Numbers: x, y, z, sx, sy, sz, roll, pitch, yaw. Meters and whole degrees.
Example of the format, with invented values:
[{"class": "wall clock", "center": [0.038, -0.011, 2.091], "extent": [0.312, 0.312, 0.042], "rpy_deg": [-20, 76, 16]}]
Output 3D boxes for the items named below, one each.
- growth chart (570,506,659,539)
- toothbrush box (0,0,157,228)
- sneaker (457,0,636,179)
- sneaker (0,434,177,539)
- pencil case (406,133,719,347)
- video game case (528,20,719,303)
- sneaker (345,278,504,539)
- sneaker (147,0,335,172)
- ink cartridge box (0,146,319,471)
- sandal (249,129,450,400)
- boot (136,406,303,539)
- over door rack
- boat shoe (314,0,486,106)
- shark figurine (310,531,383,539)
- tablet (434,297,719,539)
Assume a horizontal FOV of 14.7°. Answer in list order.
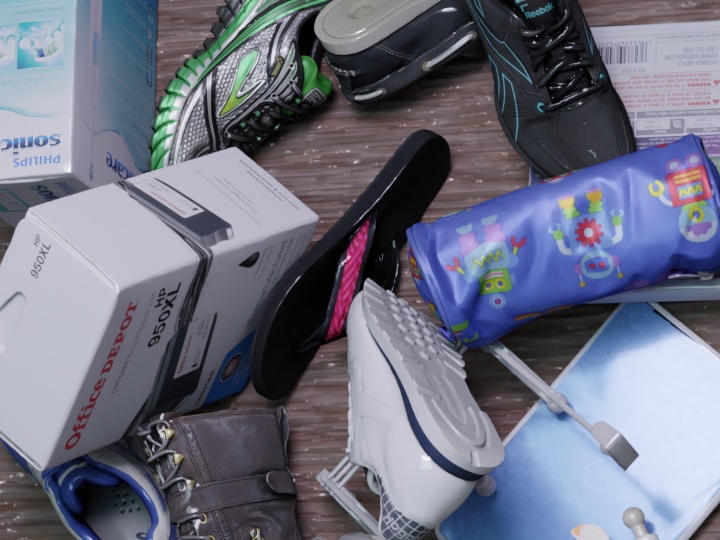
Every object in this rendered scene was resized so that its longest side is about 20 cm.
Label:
[{"class": "growth chart", "center": [0.118, 0.246, 1.666], "extent": [0.200, 0.018, 0.145], "rpy_deg": [-37, 69, 11]}, {"class": "toothbrush box", "center": [-0.195, -0.131, 1.810], "extent": [0.085, 0.146, 0.201], "rpy_deg": [-6, 74, 15]}, {"class": "sneaker", "center": [0.108, -0.135, 1.709], "extent": [0.075, 0.079, 0.201], "rpy_deg": [-29, 85, -5]}, {"class": "sneaker", "center": [-0.171, 0.124, 1.759], "extent": [0.200, 0.088, 0.075], "rpy_deg": [42, 90, 24]}, {"class": "pencil case", "center": [0.129, -0.015, 1.674], "extent": [0.199, 0.078, 0.087], "rpy_deg": [-17, 87, 4]}, {"class": "video game case", "center": [0.204, -0.069, 1.734], "extent": [0.199, 0.023, 0.183], "rpy_deg": [-2, 69, 15]}, {"class": "sneaker", "center": [0.019, 0.079, 1.658], "extent": [0.081, 0.076, 0.200], "rpy_deg": [-54, 26, 20]}, {"class": "sneaker", "center": [-0.072, -0.114, 1.806], "extent": [0.085, 0.078, 0.201], "rpy_deg": [25, 82, 21]}, {"class": "ink cartridge box", "center": [-0.135, 0.021, 1.695], "extent": [0.084, 0.200, 0.145], "rpy_deg": [38, 122, 22]}, {"class": "sandal", "center": [0.000, 0.000, 1.753], "extent": [0.045, 0.075, 0.200], "rpy_deg": [35, 83, 26]}, {"class": "boot", "center": [-0.098, 0.171, 1.681], "extent": [0.069, 0.199, 0.175], "rpy_deg": [-32, 76, 42]}, {"class": "over door rack", "center": [0.072, 0.126, 1.669], "extent": [0.148, 0.067, 0.200], "rpy_deg": [-48, 34, -1]}, {"class": "boat shoe", "center": [0.069, -0.173, 1.796], "extent": [0.199, 0.068, 0.072], "rpy_deg": [-27, 34, -5]}, {"class": "shark figurine", "center": [-0.006, 0.245, 1.643], "extent": [0.089, 0.215, 0.128], "rpy_deg": [-32, 24, -24]}, {"class": "tablet", "center": [0.152, 0.124, 1.703], "extent": [0.130, 0.014, 0.200], "rpy_deg": [40, 89, 23]}]
